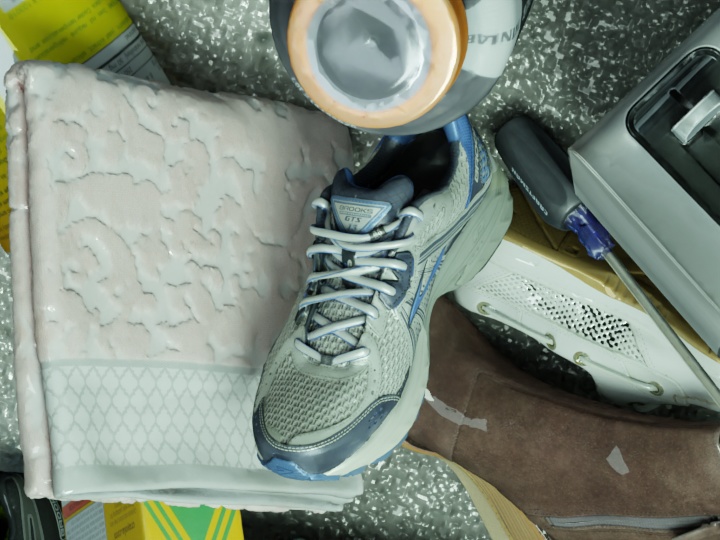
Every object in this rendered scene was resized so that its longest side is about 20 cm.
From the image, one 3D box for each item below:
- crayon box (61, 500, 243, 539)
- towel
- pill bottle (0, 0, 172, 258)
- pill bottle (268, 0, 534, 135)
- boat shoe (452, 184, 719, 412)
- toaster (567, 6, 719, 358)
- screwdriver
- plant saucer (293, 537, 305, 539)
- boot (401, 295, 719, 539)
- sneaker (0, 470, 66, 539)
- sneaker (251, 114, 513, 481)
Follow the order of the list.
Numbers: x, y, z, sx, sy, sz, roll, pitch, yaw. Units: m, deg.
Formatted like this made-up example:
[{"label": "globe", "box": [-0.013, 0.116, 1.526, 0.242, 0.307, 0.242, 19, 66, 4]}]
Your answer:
[{"label": "crayon box", "box": [-0.098, 0.133, 1.176, 0.051, 0.126, 0.201, -2, 75, -23]}, {"label": "towel", "box": [-0.073, 0.010, 1.112, 0.032, 0.199, 0.192, -11, 78, 40]}, {"label": "pill bottle", "box": [-0.145, -0.077, 1.165, 0.109, 0.109, 0.201, -28, 102, 18]}, {"label": "pill bottle", "box": [0.021, -0.121, 1.071, 0.105, 0.200, 0.107, 3, 110, 9]}, {"label": "boat shoe", "box": [0.135, 0.032, 1.176, 0.199, 0.071, 0.070, 29, 124, 14]}, {"label": "toaster", "box": [0.191, -0.059, 1.056, 0.181, 0.200, 0.119, -42, 80, 1]}, {"label": "screwdriver", "box": [0.119, 0.006, 1.133, 0.201, 0.028, 0.029, 59, 136, 27]}, {"label": "plant saucer", "box": [0.004, 0.229, 1.293, 0.070, 0.019, 0.200, -34, 99, 19]}, {"label": "boot", "box": [0.100, 0.070, 1.156, 0.166, 0.073, 0.200, -6, 130, 42]}, {"label": "sneaker", "box": [-0.207, 0.189, 1.244, 0.083, 0.071, 0.201, 36, 74, -39]}, {"label": "sneaker", "box": [0.000, 0.000, 1.094, 0.077, 0.201, 0.085, 10, 143, 23]}]
